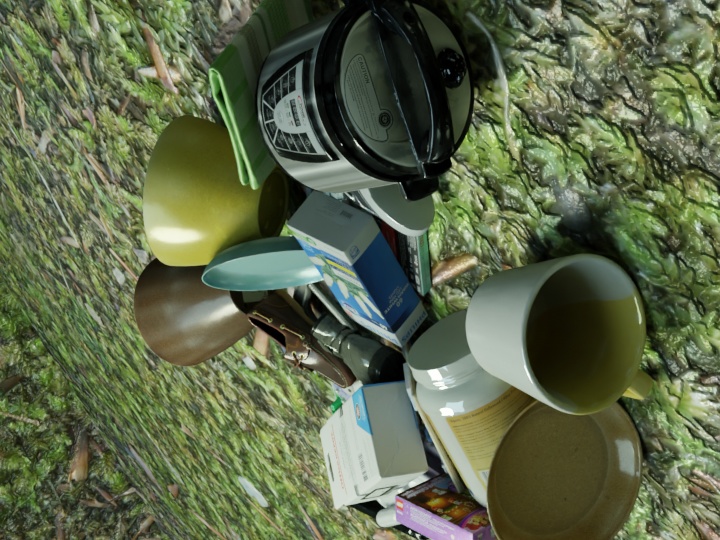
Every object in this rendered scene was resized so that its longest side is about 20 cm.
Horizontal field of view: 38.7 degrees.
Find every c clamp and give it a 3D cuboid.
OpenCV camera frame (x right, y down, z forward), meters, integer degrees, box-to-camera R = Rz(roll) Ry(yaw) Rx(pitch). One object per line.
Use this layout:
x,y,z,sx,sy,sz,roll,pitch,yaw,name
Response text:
-0.044,0.067,1.470,0.201,0.027,0.171,50,148,13,c clamp

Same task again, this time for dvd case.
0.004,-0.067,1.271,0.199,0.022,0.147,30,146,33,dvd case

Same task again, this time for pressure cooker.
0.011,-0.170,0.976,0.175,0.181,0.199,31,163,-29,pressure cooker

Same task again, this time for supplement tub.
0.152,0.158,1.187,0.144,0.144,0.202,0,124,56,supplement tub

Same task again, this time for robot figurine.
0.075,0.278,1.423,0.112,0.171,0.200,37,159,-5,robot figurine

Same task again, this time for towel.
-0.094,-0.203,1.065,0.030,0.201,0.151,6,134,24,towel

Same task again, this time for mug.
0.190,0.075,1.041,0.153,0.148,0.189,4,122,64,mug

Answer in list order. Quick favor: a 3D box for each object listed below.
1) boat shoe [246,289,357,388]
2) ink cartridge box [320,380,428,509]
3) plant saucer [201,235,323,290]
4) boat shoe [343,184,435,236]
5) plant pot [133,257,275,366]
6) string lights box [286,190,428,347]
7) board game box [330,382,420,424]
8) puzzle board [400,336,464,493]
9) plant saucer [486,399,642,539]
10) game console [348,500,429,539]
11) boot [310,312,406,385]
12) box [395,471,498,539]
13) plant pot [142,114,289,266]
-0.085,0.109,1.490,0.199,0.070,0.071,38,148,30,boat shoe
0.012,0.229,1.321,0.200,0.067,0.118,128,134,-61,ink cartridge box
-0.110,-0.010,1.345,0.200,0.197,0.028,144,121,-62,plant saucer
0.006,-0.105,1.166,0.200,0.071,0.068,45,150,17,boat shoe
-0.227,0.043,1.615,0.198,0.187,0.188,-16,112,45,plant pot
0.000,0.000,1.248,0.102,0.059,0.201,26,158,40,string lights box
0.011,0.197,1.577,0.199,0.026,0.202,27,144,37,board game box
0.086,0.168,1.308,0.201,0.017,0.152,-95,-20,-66,puzzle board
0.218,0.223,1.125,0.202,0.199,0.035,60,167,-18,plant saucer
0.084,0.374,1.557,0.198,0.175,0.118,13,117,44,game console
0.008,0.127,1.396,0.130,0.068,0.201,30,161,28,boot
0.159,0.283,1.274,0.136,0.198,0.040,14,113,48,box
-0.176,-0.097,1.359,0.140,0.202,0.202,9,137,18,plant pot
